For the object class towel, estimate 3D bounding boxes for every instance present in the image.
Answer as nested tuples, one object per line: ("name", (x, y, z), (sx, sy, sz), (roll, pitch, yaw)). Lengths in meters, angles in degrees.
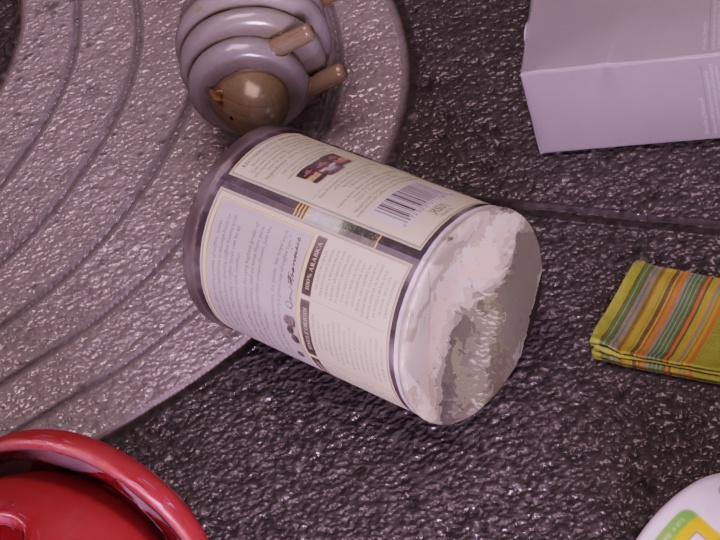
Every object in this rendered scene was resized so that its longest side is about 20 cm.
("towel", (0.253, 0.039, 1.230), (0.198, 0.018, 0.086), (10, 51, 29))

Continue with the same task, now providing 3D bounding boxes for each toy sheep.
("toy sheep", (-0.082, -0.185, 1.506), (0.136, 0.139, 0.201), (-11, 47, 10))

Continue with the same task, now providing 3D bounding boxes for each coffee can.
("coffee can", (0.000, 0.000, 1.271), (0.199, 0.147, 0.146), (23, 57, 36))

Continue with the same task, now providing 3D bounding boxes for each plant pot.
("plant pot", (-0.187, 0.211, 1.095), (0.198, 0.202, 0.183), (6, 38, 26))

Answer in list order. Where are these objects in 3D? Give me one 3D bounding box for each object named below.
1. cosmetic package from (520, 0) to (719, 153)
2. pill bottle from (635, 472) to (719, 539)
("cosmetic package", (0.222, -0.156, 1.395), (0.198, 0.091, 0.107), (-5, 44, 20))
("pill bottle", (0.236, 0.205, 0.995), (0.111, 0.112, 0.200), (-33, 44, -15))
